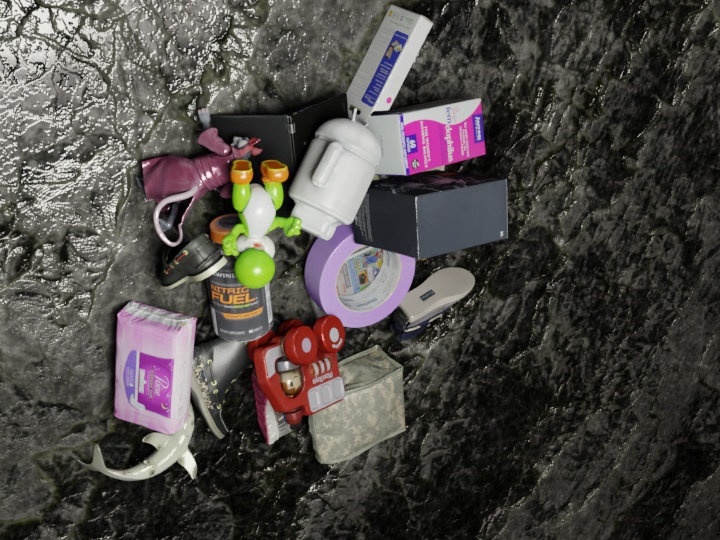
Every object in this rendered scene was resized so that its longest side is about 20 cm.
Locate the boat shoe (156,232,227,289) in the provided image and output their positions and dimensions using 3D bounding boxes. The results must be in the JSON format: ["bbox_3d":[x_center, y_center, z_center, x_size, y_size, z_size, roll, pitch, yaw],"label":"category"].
[{"bbox_3d":[-0.273,-0.016,1.353,0.074,0.201,0.063,-43,104,-28],"label":"boat shoe"}]

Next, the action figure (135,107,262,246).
[{"bbox_3d":[-0.240,-0.152,1.321,0.198,0.149,0.135,-27,121,-1],"label":"action figure"}]

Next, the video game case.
[{"bbox_3d":[-0.003,0.026,1.644,0.199,0.018,0.144,-25,125,-19],"label":"video game case"}]

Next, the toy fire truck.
[{"bbox_3d":[-0.103,0.175,1.519,0.199,0.111,0.170,-17,97,-54],"label":"toy fire truck"}]

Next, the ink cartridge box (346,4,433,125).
[{"bbox_3d":[0.038,-0.331,1.427,0.037,0.095,0.201,23,101,-39],"label":"ink cartridge box"}]

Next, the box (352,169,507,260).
[{"bbox_3d":[0.115,-0.099,1.457,0.198,0.181,0.105,-14,109,-34],"label":"box"}]

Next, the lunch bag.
[{"bbox_3d":[-0.019,0.267,1.700,0.199,0.117,0.166,-22,125,-27],"label":"lunch bag"}]

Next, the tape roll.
[{"bbox_3d":[0.000,0.000,1.579,0.198,0.066,0.202,-16,123,-25],"label":"tape roll"}]

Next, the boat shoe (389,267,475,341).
[{"bbox_3d":[0.139,0.067,1.735,0.199,0.075,0.093,-23,150,-29],"label":"boat shoe"}]

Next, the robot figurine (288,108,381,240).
[{"bbox_3d":[-0.039,-0.151,1.359,0.170,0.112,0.202,32,82,-84],"label":"robot figurine"}]

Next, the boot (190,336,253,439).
[{"bbox_3d":[-0.233,0.194,1.552,0.153,0.073,0.205,-31,127,-18],"label":"boot"}]

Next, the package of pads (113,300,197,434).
[{"bbox_3d":[-0.338,0.159,1.431,0.076,0.119,0.202,-46,148,-63],"label":"package of pads"}]

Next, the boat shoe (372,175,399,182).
[{"bbox_3d":[0.043,-0.148,1.545,0.066,0.072,0.201,-42,125,0],"label":"boat shoe"}]

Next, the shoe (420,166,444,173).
[{"bbox_3d":[0.128,-0.113,1.618,0.053,0.070,0.202,-10,117,-19],"label":"shoe"}]

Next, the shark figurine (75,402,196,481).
[{"bbox_3d":[-0.379,0.333,1.535,0.213,0.089,0.129,-23,92,-30],"label":"shark figurine"}]

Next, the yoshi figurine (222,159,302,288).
[{"bbox_3d":[-0.154,-0.058,1.306,0.112,0.111,0.202,-38,139,-57],"label":"yoshi figurine"}]

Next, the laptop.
[{"bbox_3d":[-0.123,-0.184,1.429,0.199,0.115,0.189,-30,130,-37],"label":"laptop"}]

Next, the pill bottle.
[{"bbox_3d":[-0.205,0.009,1.448,0.105,0.106,0.202,-17,122,-24],"label":"pill bottle"}]

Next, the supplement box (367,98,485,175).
[{"bbox_3d":[0.110,-0.231,1.489,0.199,0.103,0.102,-20,108,-38],"label":"supplement box"}]

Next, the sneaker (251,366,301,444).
[{"bbox_3d":[-0.149,0.234,1.628,0.087,0.074,0.202,-18,128,-23],"label":"sneaker"}]
